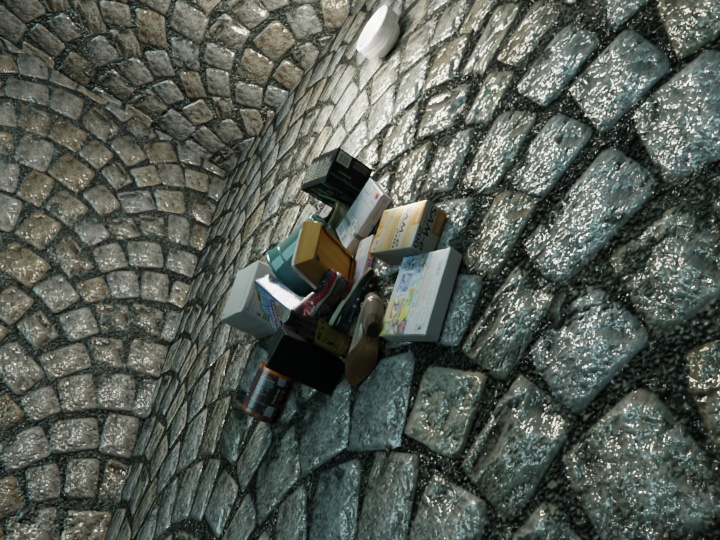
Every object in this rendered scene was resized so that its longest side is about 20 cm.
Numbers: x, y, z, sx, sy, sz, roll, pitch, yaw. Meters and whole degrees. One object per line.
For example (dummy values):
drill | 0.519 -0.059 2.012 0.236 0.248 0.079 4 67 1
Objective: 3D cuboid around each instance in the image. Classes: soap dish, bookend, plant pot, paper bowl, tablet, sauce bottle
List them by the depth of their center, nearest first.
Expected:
sauce bottle | -0.108 0.158 1.458 0.066 0.198 0.067 -40 35 35
bookend | -0.168 0.217 1.514 0.093 0.198 0.198 -60 26 1
soap dish | -0.095 -0.022 1.575 0.080 0.200 0.160 -19 43 30
tablet | -0.175 0.165 1.614 0.130 0.014 0.203 -41 -28 -39
plant pot | -0.162 -0.056 1.800 0.196 0.199 0.201 -45 29 15
paper bowl | 0.081 -0.934 2.273 0.201 0.103 0.203 -44 31 35

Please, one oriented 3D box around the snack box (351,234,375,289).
snack box | 0.000 0.000 1.609 0.071 0.024 0.204 -21 47 56

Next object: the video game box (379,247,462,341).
video game box | 0.132 0.059 1.280 0.181 0.046 0.204 -8 58 58

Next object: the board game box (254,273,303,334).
board game box | -0.228 0.131 1.713 0.198 0.061 0.205 17 123 52

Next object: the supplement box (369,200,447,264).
supplement box | 0.114 -0.091 1.425 0.199 0.073 0.129 -6 60 60

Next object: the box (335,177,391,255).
box | 0.006 -0.166 1.742 0.202 0.041 0.156 -57 26 15

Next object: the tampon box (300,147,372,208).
tampon box | -0.081 -0.302 1.910 0.199 0.148 0.129 1 66 62

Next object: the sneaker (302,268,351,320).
sneaker | -0.097 0.094 1.512 0.202 0.074 0.081 -55 22 25

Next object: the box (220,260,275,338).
box | -0.356 0.106 2.009 0.199 0.169 0.203 -22 46 54

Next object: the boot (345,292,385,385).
boot | 0.011 0.157 1.396 0.147 0.069 0.203 -93 23 -67

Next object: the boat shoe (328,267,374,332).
boat shoe | -0.005 0.079 1.490 0.200 0.065 0.075 -53 -6 -36

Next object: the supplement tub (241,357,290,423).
supplement tub | -0.266 0.336 1.690 0.106 0.106 0.204 8 72 63

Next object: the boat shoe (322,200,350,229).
boat shoe | -0.111 -0.152 1.919 0.200 0.064 0.073 -47 29 30
